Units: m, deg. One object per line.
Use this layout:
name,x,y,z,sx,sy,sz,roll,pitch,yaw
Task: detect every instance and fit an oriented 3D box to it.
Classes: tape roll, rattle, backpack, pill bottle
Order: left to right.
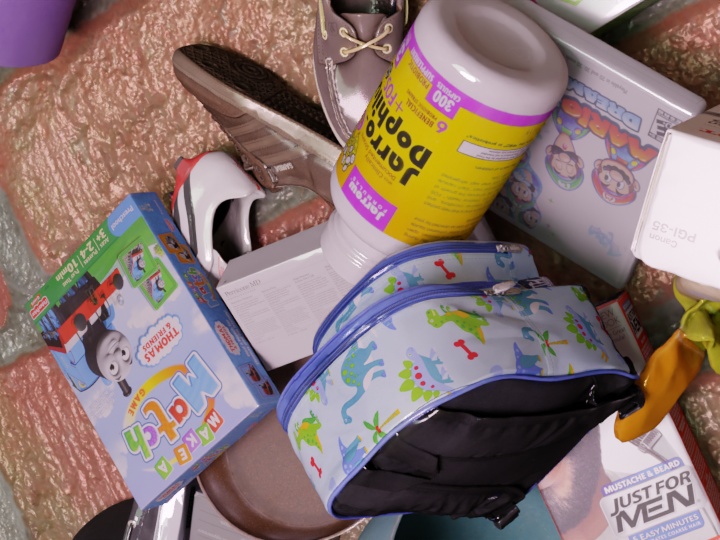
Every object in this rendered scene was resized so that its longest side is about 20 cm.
tape roll,-0.322,-0.240,1.151,0.200,0.200,0.085,31,113,18
pill bottle,0.046,-0.076,0.960,0.104,0.104,0.200,41,129,13
backpack,0.049,0.074,0.945,0.183,0.200,0.147,-49,58,32
rattle,0.285,0.072,0.945,0.200,0.130,0.143,23,72,9

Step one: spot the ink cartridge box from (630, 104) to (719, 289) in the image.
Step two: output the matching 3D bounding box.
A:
ink cartridge box,0.269,-0.042,0.898,0.146,0.200,0.083,20,110,21

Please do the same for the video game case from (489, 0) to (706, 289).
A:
video game case,0.123,-0.097,1.012,0.200,0.024,0.182,33,144,17

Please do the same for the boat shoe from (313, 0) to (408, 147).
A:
boat shoe,0.001,-0.183,1.057,0.072,0.060,0.200,0,91,-1

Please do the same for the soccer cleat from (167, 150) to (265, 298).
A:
soccer cleat,-0.129,0.002,1.178,0.085,0.069,0.200,33,114,36

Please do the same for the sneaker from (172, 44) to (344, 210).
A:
sneaker,-0.073,-0.101,1.132,0.200,0.070,0.076,34,118,17

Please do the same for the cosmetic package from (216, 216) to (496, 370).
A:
cosmetic package,0.000,0.000,1.099,0.200,0.051,0.083,-21,116,20

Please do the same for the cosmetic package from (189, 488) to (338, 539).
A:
cosmetic package,-0.087,0.275,1.218,0.107,0.090,0.200,13,104,21

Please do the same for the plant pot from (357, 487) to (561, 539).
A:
plant pot,0.062,0.248,1.091,0.135,0.200,0.200,-25,90,52

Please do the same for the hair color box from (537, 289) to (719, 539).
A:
hair color box,0.180,0.129,1.051,0.111,0.064,0.200,-25,89,17

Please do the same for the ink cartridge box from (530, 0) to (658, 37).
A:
ink cartridge box,0.176,-0.229,0.981,0.200,0.059,0.104,-29,88,29

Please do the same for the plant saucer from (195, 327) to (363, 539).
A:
plant saucer,-0.040,0.118,1.146,0.200,0.032,0.200,-10,67,24

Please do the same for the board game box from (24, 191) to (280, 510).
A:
board game box,-0.166,0.063,1.151,0.151,0.037,0.200,-42,72,28

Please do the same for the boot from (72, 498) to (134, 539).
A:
boot,-0.196,0.320,1.272,0.069,0.200,0.174,-9,130,24

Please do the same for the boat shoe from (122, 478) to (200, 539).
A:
boat shoe,-0.166,0.171,1.211,0.066,0.070,0.200,6,84,11
